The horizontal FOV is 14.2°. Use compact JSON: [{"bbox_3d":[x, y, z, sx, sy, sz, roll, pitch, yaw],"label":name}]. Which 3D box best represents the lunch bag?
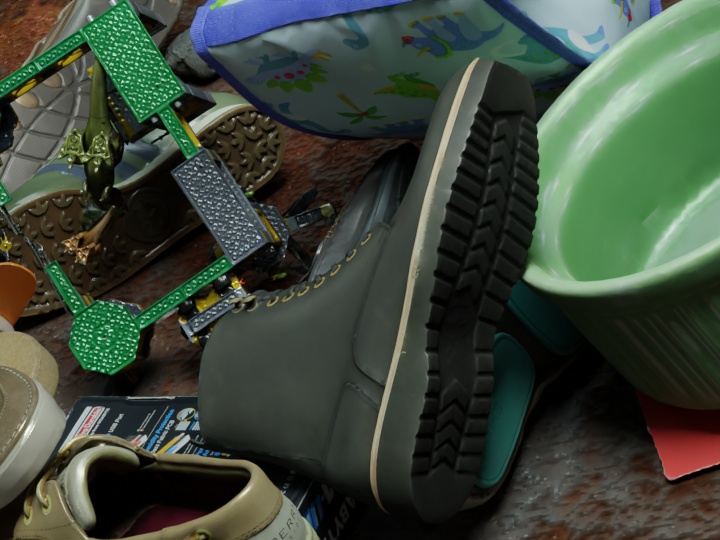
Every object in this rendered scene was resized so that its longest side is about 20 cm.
[{"bbox_3d":[0.036,-0.131,1.421,0.169,0.128,0.200,-12,-2,31],"label":"lunch bag"}]

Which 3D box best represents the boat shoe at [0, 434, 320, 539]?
[{"bbox_3d":[-0.108,0.105,1.262,0.199,0.067,0.074,-1,39,31],"label":"boat shoe"}]

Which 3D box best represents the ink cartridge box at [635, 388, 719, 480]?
[{"bbox_3d":[0.215,0.004,1.334,0.199,0.050,0.161,-18,32,3],"label":"ink cartridge box"}]

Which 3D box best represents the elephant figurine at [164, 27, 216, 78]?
[{"bbox_3d":[-0.011,-0.201,1.710,0.154,0.143,0.199,-10,1,-42],"label":"elephant figurine"}]

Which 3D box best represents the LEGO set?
[{"bbox_3d":[-0.121,-0.044,1.506,0.154,0.200,0.116,-41,-5,5],"label":"LEGO set"}]

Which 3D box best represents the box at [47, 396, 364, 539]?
[{"bbox_3d":[-0.097,0.136,1.318,0.158,0.046,0.200,-2,37,27],"label":"box"}]

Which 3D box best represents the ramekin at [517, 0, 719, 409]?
[{"bbox_3d":[0.170,-0.032,1.309,0.199,0.098,0.201,-29,30,19],"label":"ramekin"}]

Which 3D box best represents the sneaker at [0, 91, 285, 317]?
[{"bbox_3d":[-0.143,-0.042,1.600,0.199,0.067,0.090,-29,26,-14],"label":"sneaker"}]

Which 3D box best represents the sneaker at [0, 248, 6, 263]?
[{"bbox_3d":[-0.258,-0.004,1.515,0.070,0.090,0.200,-23,-7,-41],"label":"sneaker"}]

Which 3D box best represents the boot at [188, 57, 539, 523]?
[{"bbox_3d":[-0.005,-0.001,1.280,0.138,0.077,0.201,10,82,35],"label":"boot"}]

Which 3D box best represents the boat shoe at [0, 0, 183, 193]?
[{"bbox_3d":[-0.169,-0.105,1.712,0.072,0.076,0.201,-35,20,55],"label":"boat shoe"}]

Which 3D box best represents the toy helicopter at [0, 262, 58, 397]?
[{"bbox_3d":[-0.223,0.069,1.459,0.199,0.079,0.133,-10,49,45],"label":"toy helicopter"}]

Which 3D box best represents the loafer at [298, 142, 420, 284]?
[{"bbox_3d":[0.000,0.000,1.442,0.072,0.073,0.200,-19,23,20],"label":"loafer"}]

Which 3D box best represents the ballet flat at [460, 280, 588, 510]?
[{"bbox_3d":[0.060,0.038,1.360,0.062,0.068,0.200,-24,22,42],"label":"ballet flat"}]

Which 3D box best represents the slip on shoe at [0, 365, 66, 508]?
[{"bbox_3d":[-0.207,0.062,1.313,0.199,0.061,0.076,13,65,55],"label":"slip on shoe"}]
